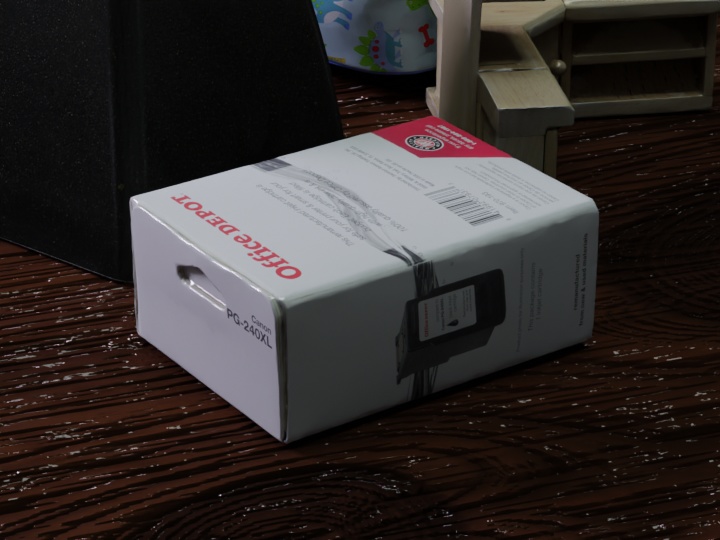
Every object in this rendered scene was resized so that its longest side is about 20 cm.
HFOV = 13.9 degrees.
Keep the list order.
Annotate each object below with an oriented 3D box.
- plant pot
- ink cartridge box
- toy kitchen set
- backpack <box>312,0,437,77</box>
[{"bbox_3d":[-0.141,-0.130,1.672,0.199,0.178,0.200,18,32,33],"label":"plant pot"},{"bbox_3d":[0.000,0.000,1.513,0.199,0.084,0.145,-17,31,-31],"label":"ink cartridge box"},{"bbox_3d":[0.139,-0.139,1.709,0.179,0.164,0.200,-4,27,-9],"label":"toy kitchen set"},{"bbox_3d":[-0.003,-0.211,1.874,0.199,0.148,0.183,22,35,32],"label":"backpack"}]
